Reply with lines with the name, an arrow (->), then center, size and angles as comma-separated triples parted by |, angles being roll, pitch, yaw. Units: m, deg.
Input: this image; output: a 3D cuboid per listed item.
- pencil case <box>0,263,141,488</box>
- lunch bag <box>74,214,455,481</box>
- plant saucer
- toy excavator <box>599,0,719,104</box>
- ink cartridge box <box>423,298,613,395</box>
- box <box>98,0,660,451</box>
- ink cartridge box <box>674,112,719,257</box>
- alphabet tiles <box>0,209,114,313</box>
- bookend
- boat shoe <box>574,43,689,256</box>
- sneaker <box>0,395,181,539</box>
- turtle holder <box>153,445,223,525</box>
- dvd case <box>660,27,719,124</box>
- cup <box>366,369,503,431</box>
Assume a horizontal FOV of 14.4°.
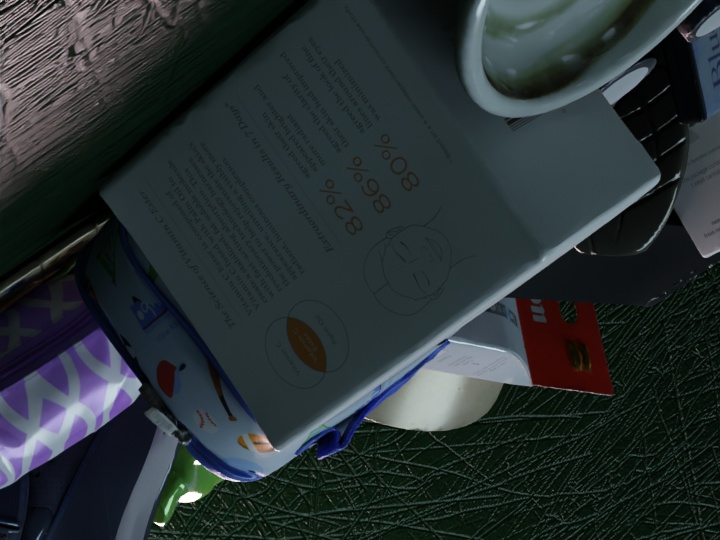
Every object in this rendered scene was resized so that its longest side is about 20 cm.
pencil case -> -0.191, 0.068, 1.433 | 0.200, 0.084, 0.086 | -35, 155, -26
lunch bag -> -0.038, 0.011, 1.421 | 0.200, 0.160, 0.076 | -34, 175, -40
plant saucer -> 0.102, -0.155, 1.174 | 0.200, 0.050, 0.200 | -37, 155, -20
toy excavator -> 0.129, -0.168, 1.316 | 0.194, 0.100, 0.200 | -37, 168, 12
ink cartridge box -> 0.081, -0.014, 1.722 | 0.199, 0.161, 0.047 | 10, 149, -40
box -> 0.006, -0.039, 1.292 | 0.200, 0.153, 0.106 | -37, 177, 42
ink cartridge box -> 0.215, -0.132, 1.675 | 0.145, 0.201, 0.083 | -32, -178, -41
alphabet tiles -> -0.167, 0.006, 1.497 | 0.200, 0.006, 0.166 | -34, 177, -9
bookend -> 0.114, -0.088, 1.711 | 0.092, 0.199, 0.200 | -36, 156, 33
boat shoe -> 0.146, -0.110, 1.562 | 0.075, 0.201, 0.074 | 5, -168, 8
sneaker -> -0.174, 0.087, 1.516 | 0.077, 0.146, 0.203 | 2, -105, 67
turtle holder -> -0.101, 0.058, 1.700 | 0.131, 0.141, 0.185 | -32, -179, -26
dvd case -> 0.202, -0.171, 1.553 | 0.017, 0.143, 0.200 | -7, -167, 31
cup -> 0.032, -0.017, 1.844 | 0.200, 0.200, 0.144 | -31, 154, -55
